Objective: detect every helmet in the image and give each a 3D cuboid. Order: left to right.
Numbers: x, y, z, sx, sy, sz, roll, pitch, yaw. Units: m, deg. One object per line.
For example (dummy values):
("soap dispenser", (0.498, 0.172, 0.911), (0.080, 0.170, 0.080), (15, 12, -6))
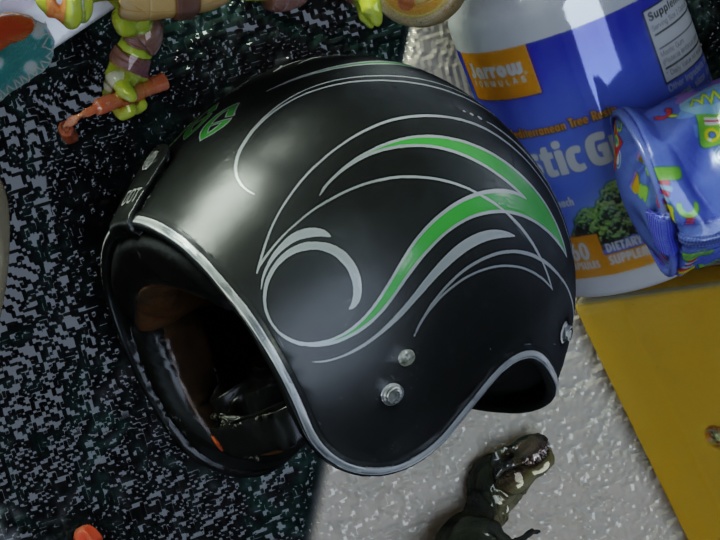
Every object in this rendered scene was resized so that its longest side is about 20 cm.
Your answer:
("helmet", (0.000, 0.000, 0.910), (0.190, 0.200, 0.201), (-34, 109, -28))

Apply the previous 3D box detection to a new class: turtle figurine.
("turtle figurine", (-0.071, -0.122, 0.847), (0.161, 0.200, 0.065), (-8, 64, -12))

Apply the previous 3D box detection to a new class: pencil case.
("pencil case", (0.211, -0.059, 0.874), (0.199, 0.087, 0.078), (-17, 124, 5))

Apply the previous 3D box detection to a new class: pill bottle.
("pill bottle", (0.108, -0.098, 0.963), (0.112, 0.112, 0.201), (-26, 106, -11))

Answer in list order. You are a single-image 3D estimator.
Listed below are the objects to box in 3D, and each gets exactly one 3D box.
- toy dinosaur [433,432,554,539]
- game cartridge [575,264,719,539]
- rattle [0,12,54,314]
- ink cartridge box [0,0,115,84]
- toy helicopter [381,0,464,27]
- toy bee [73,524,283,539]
("toy dinosaur", (0.056, 0.178, 1.003), (0.088, 0.047, 0.200), (39, 59, -4))
("game cartridge", (0.223, 0.072, 0.992), (0.032, 0.200, 0.177), (-43, 113, -41))
("rattle", (-0.220, -0.030, 0.885), (0.142, 0.130, 0.201), (16, 115, 22))
("ink cartridge box", (-0.224, -0.142, 0.888), (0.200, 0.057, 0.163), (-36, 108, -13))
("toy helicopter", (0.013, -0.210, 0.896), (0.132, 0.079, 0.201), (-17, 95, 9))
("toy bee", (-0.105, 0.176, 0.955), (0.109, 0.131, 0.200), (39, 107, 19))
